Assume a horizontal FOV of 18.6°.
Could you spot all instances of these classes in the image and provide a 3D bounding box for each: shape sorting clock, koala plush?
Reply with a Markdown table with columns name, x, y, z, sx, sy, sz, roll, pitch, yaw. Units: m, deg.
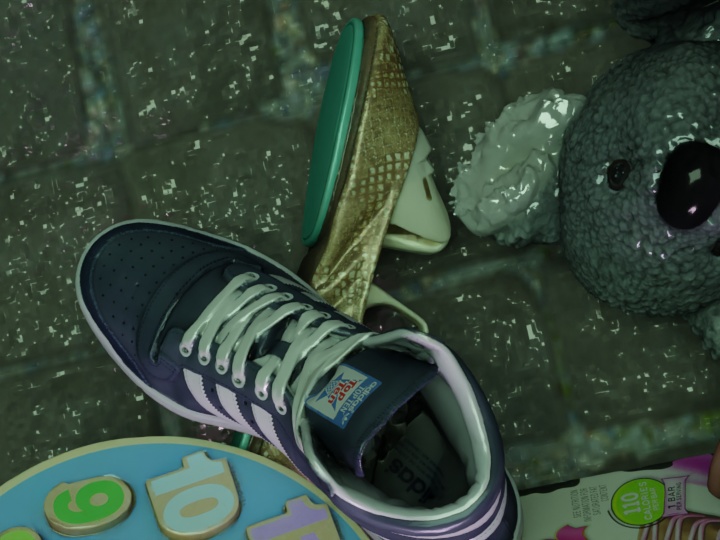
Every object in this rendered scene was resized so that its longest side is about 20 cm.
| name | x | y | z | sx | sy | sz | roll | pitch | yaw |
| --- | --- | --- | --- | --- | --- | --- | --- | --- | --- |
| shape sorting clock | -0.076 | 0.153 | 0.802 | 0.198 | 0.039 | 0.201 | 2 | 61 | -4 |
| koala plush | 0.140 | -0.067 | 0.836 | 0.176 | 0.184 | 0.201 | 24 | 108 | -1 |

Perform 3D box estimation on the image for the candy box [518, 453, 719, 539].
| name | x | y | z | sx | sy | sz | roll | pitch | yaw |
| --- | --- | --- | --- | --- | --- | --- | --- | --- | --- |
| candy box | 0.122 | 0.134 | 0.808 | 0.198 | 0.137 | 0.061 | -13 | 125 | 7 |

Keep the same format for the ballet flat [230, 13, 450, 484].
| name | x | y | z | sx | sy | sz | roll | pitch | yaw |
| --- | --- | --- | --- | --- | --- | --- | --- | --- | --- |
| ballet flat | 0.000 | 0.000 | 0.886 | 0.065 | 0.071 | 0.202 | 15 | 91 | -8 |

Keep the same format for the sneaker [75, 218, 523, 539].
| name | x | y | z | sx | sy | sz | roll | pitch | yaw |
| --- | --- | --- | --- | --- | --- | --- | --- | --- | --- |
| sneaker | -0.025 | 0.034 | 0.788 | 0.199 | 0.109 | 0.070 | 35 | 80 | 13 |

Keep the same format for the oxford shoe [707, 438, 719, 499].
| name | x | y | z | sx | sy | sz | roll | pitch | yaw |
| --- | --- | --- | --- | --- | --- | --- | --- | --- | --- |
| oxford shoe | 0.213 | 0.034 | 0.803 | 0.199 | 0.071 | 0.075 | -34 | 58 | -19 |
